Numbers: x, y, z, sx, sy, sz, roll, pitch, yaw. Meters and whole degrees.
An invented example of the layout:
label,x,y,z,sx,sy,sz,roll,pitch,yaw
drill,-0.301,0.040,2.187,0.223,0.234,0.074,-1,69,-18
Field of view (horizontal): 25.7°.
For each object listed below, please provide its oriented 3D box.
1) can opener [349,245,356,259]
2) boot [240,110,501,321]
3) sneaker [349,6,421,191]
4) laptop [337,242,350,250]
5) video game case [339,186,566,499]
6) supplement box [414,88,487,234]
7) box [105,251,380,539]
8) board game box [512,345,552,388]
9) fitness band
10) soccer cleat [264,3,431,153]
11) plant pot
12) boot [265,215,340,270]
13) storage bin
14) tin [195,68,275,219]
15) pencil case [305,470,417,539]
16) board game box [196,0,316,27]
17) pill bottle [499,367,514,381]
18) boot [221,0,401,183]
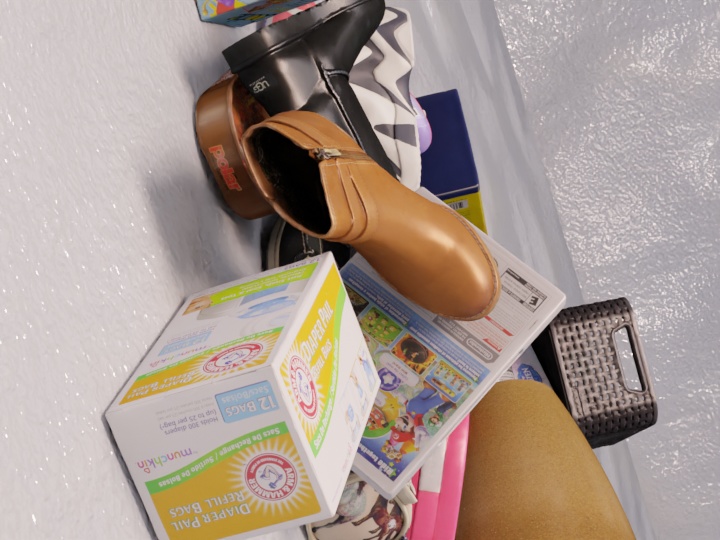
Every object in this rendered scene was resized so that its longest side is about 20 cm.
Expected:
label,x,y,z,sx,sy,sz,roll,pitch,yaw
can opener,0.000,0.000,1.336,0.053,0.066,0.200,-59,151,-70
boot,0.008,-0.036,1.082,0.200,0.077,0.155,50,13,6
sneaker,-0.014,-0.134,1.412,0.079,0.129,0.199,-94,-179,-82
laptop,-0.040,-0.051,1.452,0.200,0.103,0.177,96,-5,-45
video game case,0.033,0.049,1.152,0.143,0.200,0.018,38,-18,17
supplement box,0.065,-0.091,1.630,0.200,0.109,0.109,65,12,-72
box,-0.066,0.079,0.991,0.200,0.112,0.101,-65,136,-68
board game box,0.157,0.145,1.714,0.200,0.041,0.200,-112,-165,-48
fitness band,0.060,0.191,1.343,0.144,0.037,0.200,108,-8,-82
soccer cleat,-0.015,-0.174,1.487,0.200,0.067,0.076,46,36,-13
plant pot,0.149,0.204,1.405,0.186,0.186,0.200,56,22,-51
boot,0.006,0.017,1.252,0.204,0.154,0.074,-93,161,-44
storage bin,0.230,0.118,1.668,0.200,0.094,0.135,115,-36,-75
tin,-0.082,-0.110,1.278,0.112,0.042,0.200,63,19,-13
pencil case,0.010,0.148,1.261,0.200,0.089,0.078,-78,148,-64
board game box,-0.040,-0.284,1.311,0.105,0.200,0.103,-21,95,-75
pill bottle,0.097,0.118,1.578,0.116,0.116,0.200,28,48,-71
boot,-0.015,-0.131,1.255,0.198,0.073,0.163,-36,102,-49
